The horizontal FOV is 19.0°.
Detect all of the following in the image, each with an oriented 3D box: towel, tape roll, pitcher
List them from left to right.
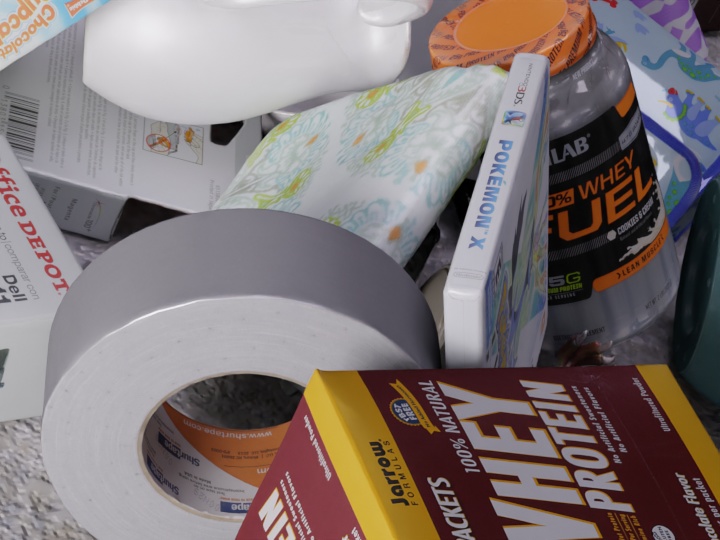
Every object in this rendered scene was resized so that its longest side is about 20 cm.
[{"bbox_3d":[-0.057,0.066,1.071,0.199,0.201,0.066,15,39,-15],"label":"tape roll"},{"bbox_3d":[-0.061,-0.151,1.264,0.199,0.172,0.122,2,78,-7],"label":"pitcher"},{"bbox_3d":[-0.020,-0.035,1.190,0.048,0.200,0.172,45,61,-23],"label":"towel"}]

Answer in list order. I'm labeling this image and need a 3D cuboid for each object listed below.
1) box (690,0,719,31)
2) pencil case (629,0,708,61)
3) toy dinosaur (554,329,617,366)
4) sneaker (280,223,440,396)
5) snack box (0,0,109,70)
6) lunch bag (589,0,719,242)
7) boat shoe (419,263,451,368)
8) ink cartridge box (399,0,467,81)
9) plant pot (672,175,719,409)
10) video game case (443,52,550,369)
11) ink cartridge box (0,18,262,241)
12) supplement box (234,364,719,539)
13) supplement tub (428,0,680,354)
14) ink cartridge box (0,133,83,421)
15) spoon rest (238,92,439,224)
[{"bbox_3d":[0.209,-0.295,1.683,0.199,0.166,0.164,-7,48,-36],"label":"box"},{"bbox_3d":[0.179,-0.217,1.532,0.084,0.085,0.201,-68,137,-63],"label":"pencil case"},{"bbox_3d":[0.148,0.137,1.242,0.105,0.199,0.182,40,45,-49],"label":"toy dinosaur"},{"bbox_3d":[0.000,0.000,1.264,0.071,0.098,0.201,28,37,-13],"label":"sneaker"},{"bbox_3d":[-0.241,-0.131,1.211,0.200,0.037,0.116,-35,32,-13],"label":"snack box"},{"bbox_3d":[0.152,-0.082,1.445,0.170,0.128,0.200,39,54,12],"label":"lunch bag"},{"bbox_3d":[0.044,0.081,1.234,0.057,0.067,0.201,37,39,-20],"label":"boat shoe"},{"bbox_3d":[0.051,-0.203,1.451,0.144,0.084,0.200,-21,23,4],"label":"ink cartridge box"},{"bbox_3d":[0.286,0.018,1.346,0.160,0.201,0.201,10,39,-2],"label":"plant pot"},{"bbox_3d":[0.074,0.020,1.131,0.022,0.201,0.183,7,45,12],"label":"video game case"},{"bbox_3d":[-0.149,-0.099,1.335,0.173,0.044,0.201,16,41,-17],"label":"ink cartridge box"},{"bbox_3d":[0.054,0.159,1.030,0.199,0.198,0.133,0,44,-29],"label":"supplement box"},{"bbox_3d":[0.111,-0.060,1.272,0.122,0.201,0.123,-15,32,9],"label":"supplement tub"},{"bbox_3d":[-0.253,0.009,1.118,0.199,0.083,0.147,-7,49,-38],"label":"ink cartridge box"},{"bbox_3d":[-0.023,-0.098,1.400,0.200,0.061,0.099,42,42,18],"label":"spoon rest"}]
